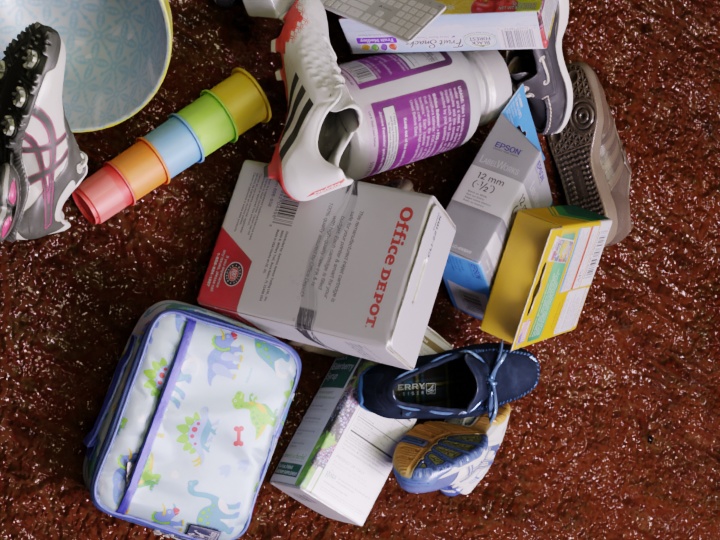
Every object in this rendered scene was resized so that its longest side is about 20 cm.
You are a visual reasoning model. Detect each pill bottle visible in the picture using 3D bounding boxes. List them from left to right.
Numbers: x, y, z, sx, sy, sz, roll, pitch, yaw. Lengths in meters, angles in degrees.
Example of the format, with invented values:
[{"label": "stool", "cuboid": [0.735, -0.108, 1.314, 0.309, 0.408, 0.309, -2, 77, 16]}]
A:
[{"label": "pill bottle", "cuboid": [0.048, -0.165, 1.324, 0.199, 0.112, 0.113, -19, 96, -26]}]

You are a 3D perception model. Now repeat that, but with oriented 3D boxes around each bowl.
[{"label": "bowl", "cuboid": [-0.254, -0.233, 1.162, 0.200, 0.200, 0.108, 37, 29, -21]}]

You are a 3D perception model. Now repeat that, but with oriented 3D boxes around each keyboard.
[{"label": "keyboard", "cuboid": [-0.010, -0.263, 1.270, 0.056, 0.199, 0.011, -42, 141, -26]}]

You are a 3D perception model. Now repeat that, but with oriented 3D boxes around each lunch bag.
[{"label": "lunch bag", "cuboid": [-0.155, 0.137, 1.205, 0.160, 0.082, 0.201, 23, 88, -20]}]

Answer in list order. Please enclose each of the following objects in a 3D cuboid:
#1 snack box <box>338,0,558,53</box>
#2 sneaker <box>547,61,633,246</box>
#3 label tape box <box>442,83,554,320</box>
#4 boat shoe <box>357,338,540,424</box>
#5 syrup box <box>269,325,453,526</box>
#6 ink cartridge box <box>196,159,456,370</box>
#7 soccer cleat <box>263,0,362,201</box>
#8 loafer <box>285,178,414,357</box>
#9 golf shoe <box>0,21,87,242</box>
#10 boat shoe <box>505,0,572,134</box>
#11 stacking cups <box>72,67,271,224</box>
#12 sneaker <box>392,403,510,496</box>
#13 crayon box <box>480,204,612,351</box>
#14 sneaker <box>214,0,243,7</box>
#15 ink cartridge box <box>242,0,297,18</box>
[{"label": "snack box", "cuboid": [0.093, -0.278, 1.292, 0.053, 0.198, 0.143, 67, 32, -48]}, {"label": "sneaker", "cuboid": [0.256, -0.127, 1.467, 0.075, 0.070, 0.202, -10, 94, -47]}, {"label": "label tape box", "cuboid": [0.153, -0.065, 1.359, 0.201, 0.066, 0.144, -58, 152, -17]}, {"label": "boat shoe", "cuboid": [0.095, 0.115, 1.269, 0.199, 0.068, 0.085, -12, 95, -29]}, {"label": "syrup box", "cuboid": [0.002, 0.139, 1.302, 0.081, 0.079, 0.201, 34, 73, -21]}, {"label": "ink cartridge box", "cuboid": [-0.029, -0.006, 1.225, 0.084, 0.199, 0.145, 41, 65, -62]}, {"label": "soccer cleat", "cuboid": [-0.035, -0.159, 1.202, 0.069, 0.085, 0.202, 33, 56, -54]}, {"label": "loafer", "cuboid": [0.000, 0.000, 1.316, 0.067, 0.076, 0.201, 38, 81, -21]}, {"label": "golf shoe", "cuboid": [-0.276, -0.118, 1.147, 0.088, 0.077, 0.201, 1, 124, -36]}, {"label": "boat shoe", "cuboid": [0.178, -0.217, 1.380, 0.060, 0.074, 0.201, -30, 141, -20]}, {"label": "stacking cups", "cuboid": [-0.177, -0.111, 1.243, 0.200, 0.060, 0.061, -38, 104, -19]}, {"label": "sneaker", "cuboid": [0.092, 0.190, 1.306, 0.200, 0.075, 0.089, -22, 126, -57]}, {"label": "crayon box", "cuboid": [0.183, 0.003, 1.339, 0.200, 0.051, 0.127, -9, 119, -64]}, {"label": "sneaker", "cuboid": [-0.124, -0.352, 1.285, 0.082, 0.072, 0.202, 14, 84, 8]}, {"label": "ink cartridge box", "cuboid": [-0.059, -0.361, 1.244, 0.200, 0.043, 0.174, -47, 132, -33]}]
